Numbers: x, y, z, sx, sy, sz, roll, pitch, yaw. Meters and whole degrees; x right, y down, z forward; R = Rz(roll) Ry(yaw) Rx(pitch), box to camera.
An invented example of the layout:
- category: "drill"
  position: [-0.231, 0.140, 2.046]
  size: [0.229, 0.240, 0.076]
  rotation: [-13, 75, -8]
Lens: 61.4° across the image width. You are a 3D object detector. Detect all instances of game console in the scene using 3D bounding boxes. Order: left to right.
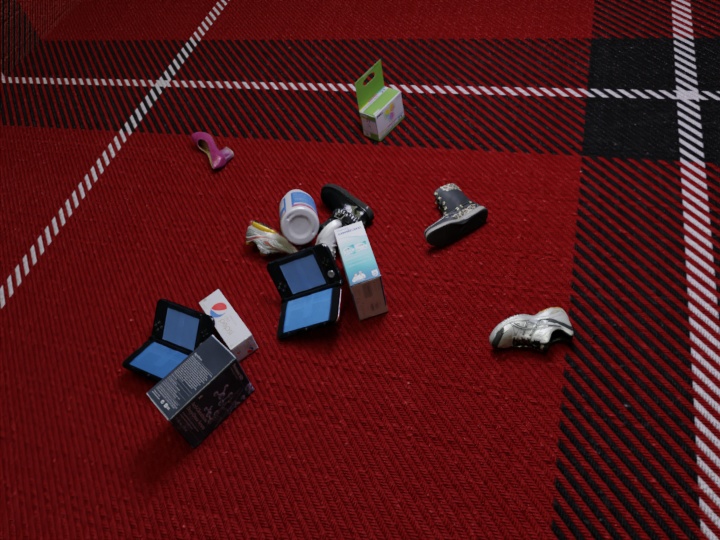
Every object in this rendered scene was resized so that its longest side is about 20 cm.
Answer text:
- category: "game console"
  position: [-0.493, 0.182, 1.555]
  size: [0.195, 0.118, 0.177]
  rotation: [15, 97, 23]
- category: "game console"
  position: [-0.150, 0.053, 1.543]
  size: [0.196, 0.176, 0.119]
  rotation: [-17, 19, 27]

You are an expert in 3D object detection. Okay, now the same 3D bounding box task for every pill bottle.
- category: "pill bottle"
  position: [-0.179, -0.163, 1.747]
  size: [0.109, 0.115, 0.201]
  rotation: [-16, 27, -1]

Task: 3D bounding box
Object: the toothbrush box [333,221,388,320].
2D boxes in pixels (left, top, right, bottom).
- category: "toothbrush box"
  position: [0.000, 0.000, 1.576]
  size: [0.083, 0.148, 0.203]
  rotation: [-17, 48, -3]

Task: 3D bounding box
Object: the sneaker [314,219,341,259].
- category: "sneaker"
  position: [-0.094, -0.041, 1.650]
  size: [0.079, 0.070, 0.204]
  rotation: [32, 100, 17]

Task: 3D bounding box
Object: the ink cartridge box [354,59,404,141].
- category: "ink cartridge box"
  position: [0.063, -0.551, 1.973]
  size: [0.075, 0.202, 0.148]
  rotation: [27, 61, 30]

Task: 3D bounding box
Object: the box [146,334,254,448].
- category: "box"
  position: [-0.372, 0.285, 1.429]
  size: [0.106, 0.150, 0.200]
  rotation: [32, 64, 32]

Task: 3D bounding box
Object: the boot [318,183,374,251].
- category: "boot"
  position: [-0.079, -0.157, 1.765]
  size: [0.209, 0.080, 0.158]
  rotation: [32, 64, 32]

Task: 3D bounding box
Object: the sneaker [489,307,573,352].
- category: "sneaker"
  position: [0.399, 0.150, 1.405]
  size: [0.195, 0.077, 0.089]
  rotation: [-17, 49, -1]

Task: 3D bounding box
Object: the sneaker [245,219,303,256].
- category: "sneaker"
  position: [-0.246, -0.072, 1.751]
  size: [0.196, 0.078, 0.084]
  rotation: [25, 95, 20]

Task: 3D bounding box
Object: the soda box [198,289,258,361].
- category: "soda box"
  position: [-0.349, 0.143, 1.596]
  size: [0.067, 0.064, 0.200]
  rotation: [-34, 51, -15]

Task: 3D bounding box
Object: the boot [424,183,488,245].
- category: "boot"
  position: [0.237, -0.158, 1.699]
  size: [0.200, 0.075, 0.154]
  rotation: [-24, 48, -16]

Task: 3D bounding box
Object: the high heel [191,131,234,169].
- category: "high heel"
  position: [-0.535, -0.411, 2.089]
  size: [0.198, 0.068, 0.096]
  rotation: [33, 53, 18]
